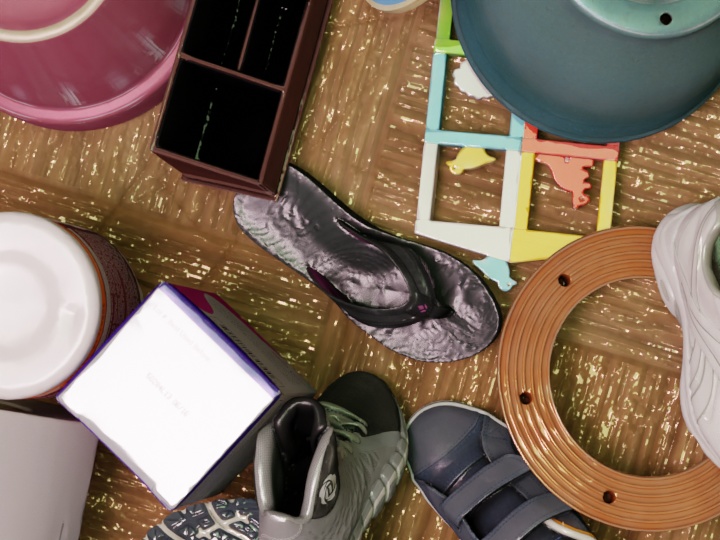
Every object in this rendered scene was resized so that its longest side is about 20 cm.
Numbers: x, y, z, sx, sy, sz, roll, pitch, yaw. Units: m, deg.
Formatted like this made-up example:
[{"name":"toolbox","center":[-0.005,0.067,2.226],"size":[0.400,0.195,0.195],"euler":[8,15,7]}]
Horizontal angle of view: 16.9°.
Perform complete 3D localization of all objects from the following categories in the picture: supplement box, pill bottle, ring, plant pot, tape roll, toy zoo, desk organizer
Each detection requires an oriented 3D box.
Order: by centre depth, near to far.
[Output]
[{"name":"plant pot","center":[0.163,-0.192,1.510],"size":[0.199,0.188,0.201],"euler":[0,84,-3]},{"name":"supplement box","center":[-0.105,0.078,1.539],"size":[0.101,0.200,0.103],"euler":[43,93,6]},{"name":"pill bottle","center":[-0.202,0.025,1.549],"size":[0.114,0.200,0.115],"euler":[0,88,6]},{"name":"tape roll","center":[-0.275,0.144,1.550],"size":[0.202,0.203,0.140],"euler":[12,89,6]},{"name":"plant pot","center":[-0.198,-0.198,1.569],"size":[0.199,0.179,0.201],"euler":[0,87,4]},{"name":"ring","center":[0.185,0.070,1.580],"size":[0.199,0.019,0.201],"euler":[2,79,-9]},{"name":"desk organizer","center":[-0.071,-0.156,1.590],"size":[0.071,0.077,0.201],"euler":[13,82,17]},{"name":"toy zoo","center":[0.107,-0.086,1.615],"size":[0.131,0.020,0.201],"euler":[5,88,5]}]

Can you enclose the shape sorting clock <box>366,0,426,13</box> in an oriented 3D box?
[{"name":"shape sorting clock","center":[0.049,-0.260,1.550],"size":[0.039,0.200,0.201],"euler":[25,90,-24]}]

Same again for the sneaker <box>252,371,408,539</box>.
[{"name":"sneaker","center":[-0.019,0.107,1.525],"size":[0.075,0.200,0.116],"euler":[4,131,14]}]

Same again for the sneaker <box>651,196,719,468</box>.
[{"name":"sneaker","center":[0.243,0.046,1.533],"size":[0.078,0.099,0.201],"euler":[-17,82,-16]}]

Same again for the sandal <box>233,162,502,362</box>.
[{"name":"sandal","center":[-0.001,0.001,1.601],"size":[0.200,0.048,0.076],"euler":[31,105,9]}]

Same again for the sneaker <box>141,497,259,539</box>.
[{"name":"sneaker","center":[-0.124,0.220,1.591],"size":[0.200,0.086,0.078],"euler":[-43,77,10]}]

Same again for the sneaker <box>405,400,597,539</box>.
[{"name":"sneaker","center":[0.103,0.164,1.578],"size":[0.078,0.079,0.200],"euler":[-43,83,3]}]
